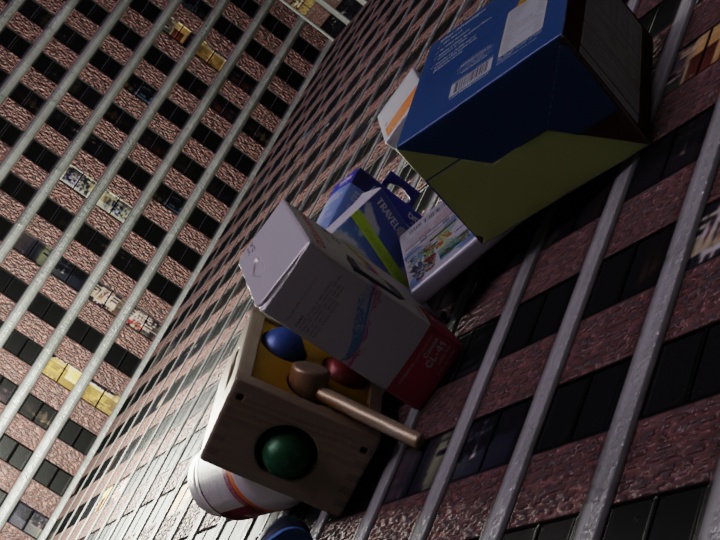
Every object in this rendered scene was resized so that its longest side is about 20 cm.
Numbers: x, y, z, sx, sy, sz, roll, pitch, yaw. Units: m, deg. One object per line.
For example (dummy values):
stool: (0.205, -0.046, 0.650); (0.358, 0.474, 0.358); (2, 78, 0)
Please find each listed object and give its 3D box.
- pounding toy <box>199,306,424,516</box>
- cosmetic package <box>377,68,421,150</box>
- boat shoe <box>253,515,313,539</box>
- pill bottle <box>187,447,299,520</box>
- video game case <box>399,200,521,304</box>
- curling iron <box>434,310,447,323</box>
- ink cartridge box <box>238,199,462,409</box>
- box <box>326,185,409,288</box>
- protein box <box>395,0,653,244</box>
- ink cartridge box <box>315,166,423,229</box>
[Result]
pounding toy: (-0.046, 0.139, 1.170); (0.201, 0.182, 0.144); (-86, 21, -66)
cosmetic package: (0.086, -0.237, 1.789); (0.102, 0.071, 0.200); (-53, 13, 12)
boat shoe: (-0.122, 0.319, 1.163); (0.201, 0.084, 0.069); (-52, 25, 10)
pill bottle: (-0.129, 0.231, 1.352); (0.111, 0.109, 0.200); (-62, 14, -27)
video game case: (0.126, -0.063, 1.232); (0.199, 0.022, 0.183); (-40, 16, 11)
curling iron: (0.040, 0.077, 1.298); (0.199, 0.025, 0.050); (-30, 53, 53)
ink cartridge box: (-0.012, 0.033, 1.162); (0.086, 0.199, 0.148); (-51, 24, 7)
box: (0.000, 0.000, 1.324); (0.200, 0.123, 0.047); (-44, 15, -33)
protein box: (0.162, -0.173, 1.122); (0.197, 0.135, 0.201); (-31, 24, 33)
ink cartridge box: (0.007, -0.025, 1.415); (0.076, 0.136, 0.202); (-31, 28, 56)
